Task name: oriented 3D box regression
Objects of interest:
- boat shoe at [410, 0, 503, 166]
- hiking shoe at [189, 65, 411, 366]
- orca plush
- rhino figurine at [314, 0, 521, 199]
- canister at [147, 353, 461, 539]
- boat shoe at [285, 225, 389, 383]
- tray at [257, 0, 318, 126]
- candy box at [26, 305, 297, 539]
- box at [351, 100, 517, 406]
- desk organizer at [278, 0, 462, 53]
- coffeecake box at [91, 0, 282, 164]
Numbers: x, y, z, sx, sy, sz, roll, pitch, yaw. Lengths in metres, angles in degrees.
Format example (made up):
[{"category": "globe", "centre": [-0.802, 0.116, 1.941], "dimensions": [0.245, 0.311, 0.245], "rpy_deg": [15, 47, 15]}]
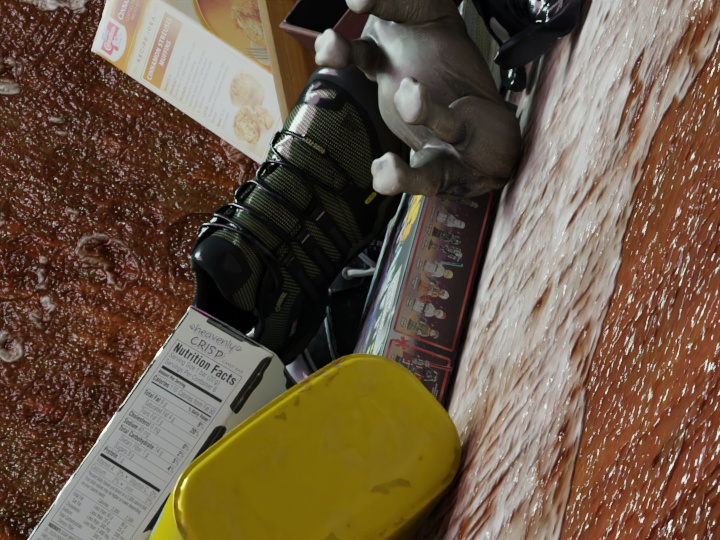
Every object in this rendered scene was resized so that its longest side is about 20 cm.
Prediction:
[{"category": "boat shoe", "centre": [0.053, -0.131, 1.394], "dimensions": [0.074, 0.064, 0.203], "rpy_deg": [120, 168, -68]}, {"category": "hiking shoe", "centre": [-0.039, -0.020, 1.274], "dimensions": [0.101, 0.076, 0.201], "rpy_deg": [-28, -35, -58]}, {"category": "orca plush", "centre": [0.068, -0.144, 1.228], "dimensions": [0.200, 0.071, 0.106], "rpy_deg": [-81, 11, -65]}, {"category": "rhino figurine", "centre": [0.022, -0.116, 1.216], "dimensions": [0.060, 0.087, 0.201], "rpy_deg": [-44, 51, 32]}, {"category": "canister", "centre": [-0.043, 0.135, 1.098], "dimensions": [0.148, 0.087, 0.200], "rpy_deg": [-34, -15, -32]}, {"category": "boat shoe", "centre": [0.000, 0.000, 1.380], "dimensions": [0.068, 0.071, 0.201], "rpy_deg": [124, 157, -44]}, {"category": "tray", "centre": [-0.014, -0.173, 1.432], "dimensions": [0.037, 0.098, 0.201], "rpy_deg": [-34, -60, -49]}, {"category": "candy box", "centre": [-0.102, 0.135, 1.242], "dimensions": [0.200, 0.061, 0.136], "rpy_deg": [-55, -26, -13]}, {"category": "box", "centre": [0.027, 0.021, 1.252], "dimensions": [0.137, 0.040, 0.201], "rpy_deg": [117, 171, -54]}, {"category": "desk organizer", "centre": [0.039, -0.198, 1.325], "dimensions": [0.200, 0.077, 0.072], "rpy_deg": [-53, -10, -5]}, {"category": "coffeecake box", "centre": [-0.050, -0.148, 1.589], "dimensions": [0.153, 0.200, 0.073], "rpy_deg": [-43, -17, -48]}]
